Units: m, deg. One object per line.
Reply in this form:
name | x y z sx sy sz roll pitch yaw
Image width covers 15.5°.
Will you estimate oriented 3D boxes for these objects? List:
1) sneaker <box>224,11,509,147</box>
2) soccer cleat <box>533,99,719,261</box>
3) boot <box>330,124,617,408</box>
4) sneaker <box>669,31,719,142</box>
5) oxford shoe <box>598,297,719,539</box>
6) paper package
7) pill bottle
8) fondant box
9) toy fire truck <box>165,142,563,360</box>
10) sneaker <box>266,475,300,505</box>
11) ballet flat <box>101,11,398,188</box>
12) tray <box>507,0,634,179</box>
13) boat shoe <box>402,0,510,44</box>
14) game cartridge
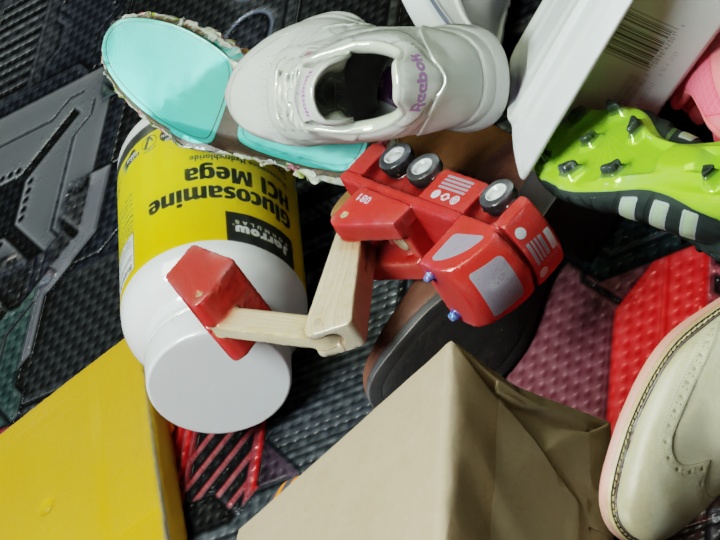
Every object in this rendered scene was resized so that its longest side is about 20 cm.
sneaker | -0.016 -0.106 1.446 0.199 0.099 0.075 -2 94 46
soccer cleat | 0.165 -0.038 1.361 0.068 0.081 0.200 -49 33 -20
boot | 0.031 -0.016 1.508 0.189 0.068 0.200 -54 34 -5
sneaker | 0.225 -0.086 1.368 0.087 0.074 0.200 -58 27 5
oxford shoe | 0.187 0.049 1.220 0.200 0.071 0.074 -52 37 -3
paper package | 0.023 0.168 1.273 0.200 0.103 0.191 -44 31 39
pill bottle | -0.089 -0.003 1.591 0.112 0.112 0.200 -34 38 22
fondant box | 0.161 -0.181 1.459 0.144 0.058 0.201 123 166 -47
toy fire truck | 0.000 0.000 1.417 0.141 0.049 0.200 -47 36 -16
sneaker | -0.068 0.180 1.395 0.077 0.112 0.201 -15 47 39
ballet flat | -0.063 -0.095 1.571 0.199 0.064 0.076 26 97 22
tray | 0.122 -0.152 1.382 0.108 0.022 0.200 -82 18 -56
boat shoe | 0.064 -0.191 1.631 0.065 0.073 0.200 -39 37 22
game cartridge | -0.182 0.152 1.626 0.176 0.032 0.200 -37 34 19
